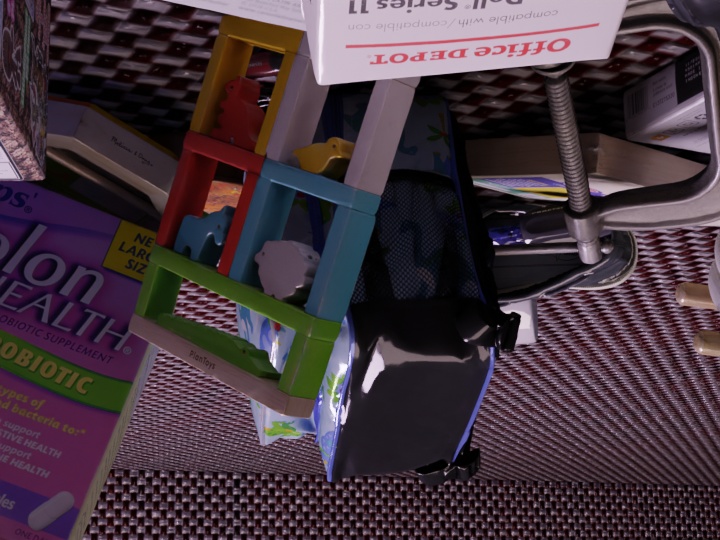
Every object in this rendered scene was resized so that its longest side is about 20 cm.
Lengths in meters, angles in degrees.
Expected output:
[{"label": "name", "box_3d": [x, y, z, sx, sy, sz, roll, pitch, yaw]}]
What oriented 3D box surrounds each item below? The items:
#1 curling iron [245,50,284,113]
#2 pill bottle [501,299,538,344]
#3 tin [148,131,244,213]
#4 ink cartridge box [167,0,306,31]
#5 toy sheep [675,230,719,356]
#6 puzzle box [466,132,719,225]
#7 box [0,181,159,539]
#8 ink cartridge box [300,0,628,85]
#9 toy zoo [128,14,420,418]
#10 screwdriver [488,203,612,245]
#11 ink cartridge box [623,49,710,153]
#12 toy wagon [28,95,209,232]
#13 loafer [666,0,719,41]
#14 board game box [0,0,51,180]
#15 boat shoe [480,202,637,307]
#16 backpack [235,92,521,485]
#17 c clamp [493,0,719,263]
[{"label": "curling iron", "box_3d": [0.005, -0.109, 0.721, 0.199, 0.026, 0.050, -14, 121, 29]}, {"label": "pill bottle", "box_3d": [0.032, 0.016, 1.045, 0.198, 0.115, 0.114, -4, 166, 10]}, {"label": "tin", "box_3d": [-0.076, -0.051, 0.933, 0.199, 0.042, 0.112, 11, 157, -40]}, {"label": "ink cartridge box", "box_3d": [0.010, -0.167, 0.513, 0.159, 0.048, 0.200, 7, 147, -30]}, {"label": "toy sheep", "box_3d": [0.273, 0.007, 0.842, 0.137, 0.138, 0.201, 2, 130, -14]}, {"label": "puzzle box", "box_3d": [0.171, -0.056, 0.899, 0.199, 0.026, 0.133, 10, 176, -40]}, {"label": "box", "box_3d": [-0.216, 0.056, 0.792, 0.175, 0.201, 0.097, 22, 153, -4]}, {"label": "ink cartridge box", "box_3d": [0.038, -0.128, 0.469, 0.116, 0.068, 0.200, -6, 152, -6]}, {"label": "toy zoo", "box_3d": [-0.041, -0.045, 0.665, 0.020, 0.202, 0.131, 13, -174, -46]}, {"label": "screwdriver", "box_3d": [0.068, -0.020, 0.908, 0.198, 0.029, 0.028, -7, 137, 14]}, {"label": "ink cartridge box", "box_3d": [0.262, -0.092, 0.809, 0.198, 0.037, 0.095, 8, 162, -25]}, {"label": "toy wagon", "box_3d": [-0.187, -0.046, 0.852, 0.155, 0.040, 0.200, 31, 153, -23]}, {"label": "loafer", "box_3d": [0.168, -0.134, 0.582, 0.070, 0.069, 0.200, -22, 161, 28]}, {"label": "board game box", "box_3d": [-0.221, -0.112, 0.556, 0.158, 0.098, 0.200, -1, 166, -3]}, {"label": "boat shoe", "box_3d": [0.089, -0.011, 0.944, 0.198, 0.075, 0.066, 2, 175, 13]}, {"label": "backpack", "box_3d": [0.000, 0.000, 0.795, 0.146, 0.201, 0.184, 1, 144, -5]}, {"label": "c clamp", "box_3d": [0.137, -0.071, 0.748, 0.169, 0.027, 0.201, -1, 138, 11]}]
